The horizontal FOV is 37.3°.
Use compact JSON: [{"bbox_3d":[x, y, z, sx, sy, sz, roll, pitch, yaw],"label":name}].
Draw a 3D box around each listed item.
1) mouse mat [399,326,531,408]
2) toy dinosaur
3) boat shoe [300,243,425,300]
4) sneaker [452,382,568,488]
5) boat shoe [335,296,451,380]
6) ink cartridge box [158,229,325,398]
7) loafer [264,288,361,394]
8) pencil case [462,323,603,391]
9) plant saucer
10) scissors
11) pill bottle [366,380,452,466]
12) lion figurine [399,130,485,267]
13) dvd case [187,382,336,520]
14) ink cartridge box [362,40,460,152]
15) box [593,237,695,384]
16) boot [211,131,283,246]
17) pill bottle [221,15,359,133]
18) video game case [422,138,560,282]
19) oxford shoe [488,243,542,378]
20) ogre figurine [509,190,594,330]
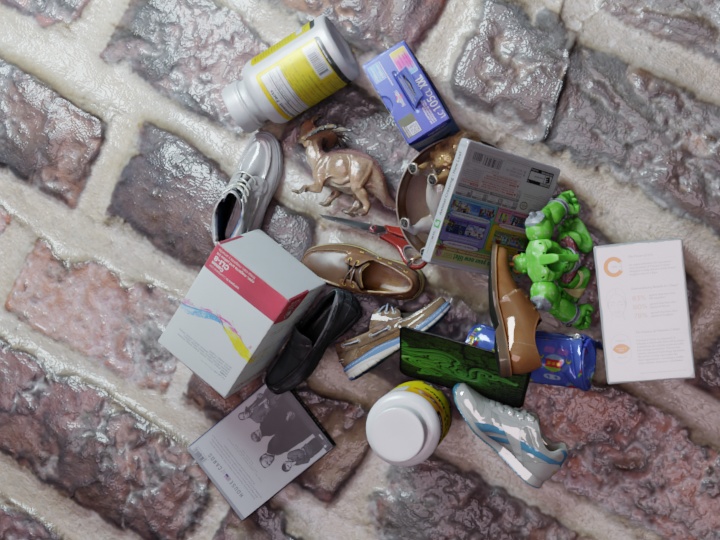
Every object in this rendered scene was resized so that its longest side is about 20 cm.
[{"bbox_3d":[0.153,0.147,1.593,0.200,0.161,0.008,17,61,12],"label":"mouse mat"},{"bbox_3d":[-0.021,-0.161,1.653,0.200,0.086,0.136,20,88,5],"label":"toy dinosaur"},{"bbox_3d":[0.000,0.001,1.656,0.200,0.068,0.072,13,94,12],"label":"boat shoe"},{"bbox_3d":[0.223,0.234,1.612,0.200,0.077,0.081,42,101,-1],"label":"sneaker"},{"bbox_3d":[0.046,0.090,1.646,0.200,0.072,0.072,-34,83,11],"label":"boat shoe"},{"bbox_3d":[-0.183,0.065,1.639,0.145,0.145,0.200,38,111,10],"label":"ink cartridge box"},{"bbox_3d":[-0.084,0.107,1.661,0.201,0.070,0.068,-48,44,7],"label":"loafer"},{"bbox_3d":[0.252,0.124,1.579,0.200,0.078,0.087,6,112,24],"label":"pencil case"},{"bbox_3d":[0.151,-0.103,1.615,0.200,0.034,0.200,-1,98,-4],"label":"plant saucer"},{"bbox_3d":[0.035,-0.066,1.669,0.200,0.014,0.073,29,72,18],"label":"scissors"},{"bbox_3d":[0.072,0.227,1.578,0.109,0.200,0.109,0,92,12],"label":"pill bottle"},{"bbox_3d":[0.119,-0.106,1.560,0.072,0.122,0.200,27,117,30],"label":"lion figurine"},{"bbox_3d":[-0.161,0.284,1.720,0.200,0.025,0.150,-40,83,11],"label":"dvd case"},{"bbox_3d":[0.076,-0.251,1.567,0.076,0.200,0.136,-31,85,11],"label":"ink cartridge box"},{"bbox_3d":[0.412,0.057,1.554,0.124,0.097,0.200,-5,91,13],"label":"box"},{"bbox_3d":[-0.179,-0.124,1.678,0.074,0.096,0.200,14,94,11],"label":"boot"},{"bbox_3d":[-0.111,-0.297,1.650,0.200,0.111,0.111,-29,85,15],"label":"pill bottle"},{"bbox_3d":[0.193,-0.084,1.555,0.022,0.200,0.182,28,103,49],"label":"video game case"},{"bbox_3d":[0.218,0.054,1.513,0.071,0.071,0.200,-8,67,3],"label":"oxford shoe"},{"bbox_3d":[0.287,-0.017,1.560,0.098,0.120,0.200,18,102,44],"label":"ogre figurine"}]
